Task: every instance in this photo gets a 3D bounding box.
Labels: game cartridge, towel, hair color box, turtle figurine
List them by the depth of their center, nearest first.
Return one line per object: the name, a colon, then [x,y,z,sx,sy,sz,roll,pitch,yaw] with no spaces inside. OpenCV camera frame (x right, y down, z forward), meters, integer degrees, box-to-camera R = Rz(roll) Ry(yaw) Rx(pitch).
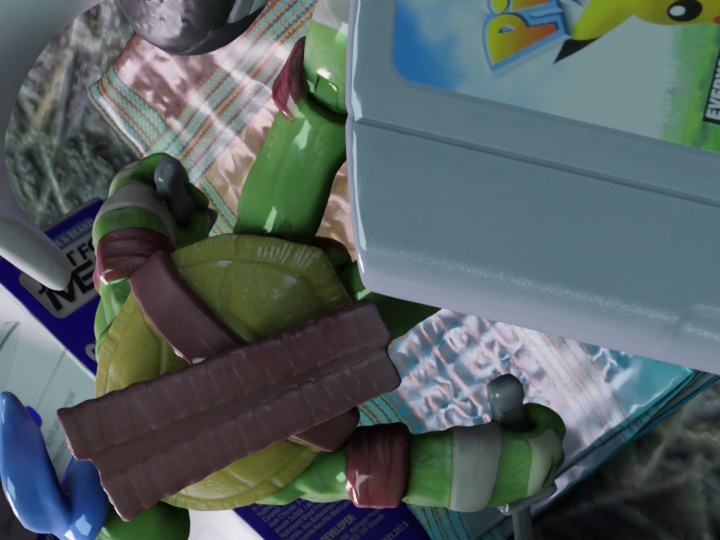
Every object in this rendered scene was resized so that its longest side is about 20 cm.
game cartridge: [0.068,-0.081,0.640,0.133,0.040,0.200,13,99,7]
turtle figurine: [0.000,0.000,0.779,0.194,0.200,0.144,-54,46,22]
towel: [0.008,-0.014,0.830,0.200,0.022,0.147,50,136,6]
hair color box: [-0.053,0.084,0.914,0.200,0.065,0.109,42,136,11]

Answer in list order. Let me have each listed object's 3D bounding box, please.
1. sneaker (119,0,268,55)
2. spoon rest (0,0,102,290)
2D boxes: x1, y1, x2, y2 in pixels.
sneaker: [-0.077,-0.144,0.743,0.075,0.115,0.200,27,124,37]
spoon rest: [-0.051,-0.095,0.719,0.061,0.200,0.099,28,171,38]
